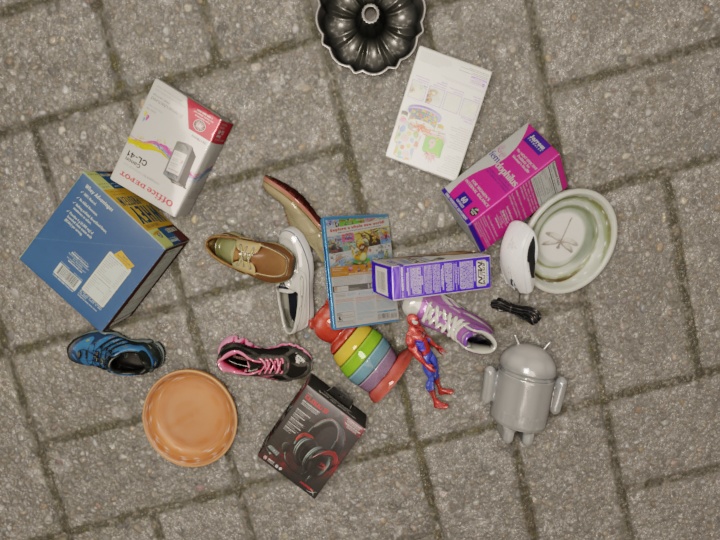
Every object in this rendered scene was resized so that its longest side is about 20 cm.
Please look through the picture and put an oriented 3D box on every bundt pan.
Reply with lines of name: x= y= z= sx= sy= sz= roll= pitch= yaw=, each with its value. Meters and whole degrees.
bundt pan: x=0.018 y=-0.451 z=1.055 sx=0.194 sy=0.076 sz=0.209 roll=0 pitch=100 yaw=1

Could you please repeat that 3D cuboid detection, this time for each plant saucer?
plant saucer: x=-0.343 y=0.297 z=1.200 sx=0.193 sy=0.037 sz=0.208 roll=0 pitch=100 yaw=2
plant saucer: x=0.382 y=-0.059 z=1.104 sx=0.193 sy=0.050 sz=0.206 roll=-5 pitch=114 yaw=-11

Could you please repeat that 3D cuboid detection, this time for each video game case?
video game case: x=0.000 y=0.000 z=1.103 sx=0.139 sy=0.018 sz=0.207 roll=-5 pitch=87 yaw=-26

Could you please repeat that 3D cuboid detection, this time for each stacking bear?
stacking bear: x=-0.010 y=0.145 z=1.134 sx=0.199 sy=0.114 sz=0.122 roll=43 pitch=109 yaw=2

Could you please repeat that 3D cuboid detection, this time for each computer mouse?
computer mouse: x=0.281 y=0.007 z=1.075 sx=0.043 sy=0.109 sz=0.205 roll=-26 pitch=125 yaw=-27

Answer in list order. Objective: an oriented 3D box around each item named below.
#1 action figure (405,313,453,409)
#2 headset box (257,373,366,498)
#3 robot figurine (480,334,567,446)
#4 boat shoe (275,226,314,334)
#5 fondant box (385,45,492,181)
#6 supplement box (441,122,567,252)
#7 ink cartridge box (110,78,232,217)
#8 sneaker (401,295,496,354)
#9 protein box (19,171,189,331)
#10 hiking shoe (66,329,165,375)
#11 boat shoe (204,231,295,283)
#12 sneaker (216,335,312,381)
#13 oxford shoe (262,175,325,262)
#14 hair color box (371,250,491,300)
action figure: x=0.131 y=0.169 z=1.134 sx=0.051 sy=0.066 sz=0.204 roll=-10 pitch=116 yaw=36
headset box: x=-0.089 y=0.321 z=1.177 sx=0.147 sy=0.075 sz=0.202 roll=36 pitch=98 yaw=-4
robot figurine: x=0.314 y=0.229 z=1.134 sx=0.164 sy=0.113 sz=0.207 roll=7 pitch=99 yaw=-5
boat shoe: x=-0.129 y=0.023 z=1.115 sx=0.072 sy=0.065 sz=0.207 roll=3 pitch=110 yaw=31
fondant box: x=0.141 y=-0.286 z=1.087 sx=0.140 sy=0.058 sz=0.206 roll=18 pitch=98 yaw=-1
supplement box: x=0.260 y=-0.148 z=1.065 sx=0.198 sy=0.103 sz=0.102 roll=-37 pitch=52 yaw=5
ink cartridge box: x=-0.349 y=-0.224 z=1.095 sx=0.145 sy=0.086 sz=0.204 roll=29 pitch=97 yaw=-3
sneaker: x=0.171 y=0.097 z=1.118 sx=0.195 sy=0.114 sz=0.075 roll=21 pitch=101 yaw=-1
protein box: x=-0.471 y=-0.041 z=1.100 sx=0.198 sy=0.135 sz=0.201 roll=42 pitch=98 yaw=-5
hiking shoe: x=-0.489 y=0.163 z=1.157 sx=0.193 sy=0.087 sz=0.077 roll=3 pitch=99 yaw=1
boat shoe: x=-0.210 y=-0.024 z=1.087 sx=0.195 sy=0.073 sz=0.078 roll=14 pitch=96 yaw=31
sneaker: x=-0.191 y=0.183 z=1.150 sx=0.193 sy=0.095 sz=0.082 roll=7 pitch=98 yaw=-1
oxford shoe: x=-0.119 y=-0.096 z=1.118 sx=0.199 sy=0.071 sz=0.075 roll=43 pitch=103 yaw=-4
hair color box: x=0.128 y=0.006 z=1.077 sx=0.193 sy=0.109 sz=0.067 roll=-5 pitch=98 yaw=-19
